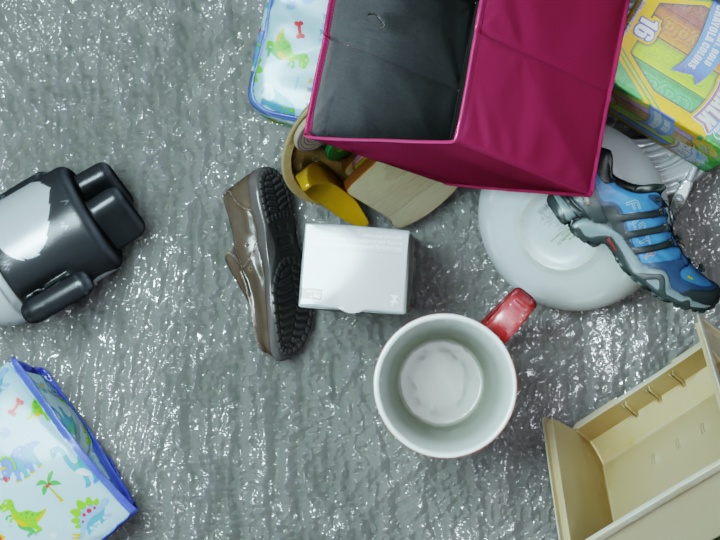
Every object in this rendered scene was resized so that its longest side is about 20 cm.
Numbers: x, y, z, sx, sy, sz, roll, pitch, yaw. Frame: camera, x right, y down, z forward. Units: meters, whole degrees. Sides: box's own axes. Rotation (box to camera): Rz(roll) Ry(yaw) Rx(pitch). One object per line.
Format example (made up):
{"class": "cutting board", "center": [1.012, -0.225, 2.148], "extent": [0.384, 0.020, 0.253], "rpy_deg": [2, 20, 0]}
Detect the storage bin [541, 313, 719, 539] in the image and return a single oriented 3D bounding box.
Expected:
{"class": "storage bin", "center": [0.286, 0.172, 1.422], "extent": [0.094, 0.199, 0.200], "rpy_deg": [37, 120, -28]}

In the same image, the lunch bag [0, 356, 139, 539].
{"class": "lunch bag", "center": [-0.346, 0.219, 1.511], "extent": [0.170, 0.127, 0.200], "rpy_deg": [-40, 76, -1]}

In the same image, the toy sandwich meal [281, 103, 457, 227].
{"class": "toy sandwich meal", "center": [0.016, -0.116, 1.490], "extent": [0.204, 0.205, 0.071], "rpy_deg": [-29, 55, 0]}

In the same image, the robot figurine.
{"class": "robot figurine", "center": [-0.326, -0.028, 1.524], "extent": [0.199, 0.150, 0.125], "rpy_deg": [-30, 102, 0]}

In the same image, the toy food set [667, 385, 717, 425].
{"class": "toy food set", "center": [0.382, 0.152, 1.473], "extent": [0.048, 0.199, 0.199], "rpy_deg": [22, 89, -38]}

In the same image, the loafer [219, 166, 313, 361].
{"class": "loafer", "center": [-0.101, -0.005, 1.553], "extent": [0.071, 0.073, 0.202], "rpy_deg": [-9, 87, 36]}

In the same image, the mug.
{"class": "mug", "center": [0.101, 0.106, 1.465], "extent": [0.176, 0.200, 0.134], "rpy_deg": [-19, 86, 0]}

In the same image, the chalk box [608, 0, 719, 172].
{"class": "chalk box", "center": [0.335, -0.180, 1.443], "extent": [0.199, 0.124, 0.125], "rpy_deg": [31, 87, 4]}

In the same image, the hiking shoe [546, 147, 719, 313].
{"class": "hiking shoe", "center": [0.276, -0.036, 1.415], "extent": [0.199, 0.074, 0.087], "rpy_deg": [35, 104, -12]}

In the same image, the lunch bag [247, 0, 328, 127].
{"class": "lunch bag", "center": [-0.025, -0.243, 1.551], "extent": [0.159, 0.082, 0.202], "rpy_deg": [15, 88, 0]}

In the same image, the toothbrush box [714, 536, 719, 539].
{"class": "toothbrush box", "center": [0.391, 0.304, 1.470], "extent": [0.198, 0.146, 0.087], "rpy_deg": [-6, 87, 1]}

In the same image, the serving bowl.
{"class": "serving bowl", "center": [0.208, -0.049, 1.496], "extent": [0.198, 0.066, 0.202], "rpy_deg": [6, 107, 20]}

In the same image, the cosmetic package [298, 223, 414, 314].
{"class": "cosmetic package", "center": [0.000, 0.000, 1.474], "extent": [0.106, 0.200, 0.091], "rpy_deg": [4, 87, 2]}

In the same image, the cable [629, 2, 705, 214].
{"class": "cable", "center": [0.288, -0.172, 1.541], "extent": [0.199, 0.069, 0.201], "rpy_deg": [37, 88, 4]}

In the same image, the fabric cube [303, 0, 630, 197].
{"class": "fabric cube", "center": [0.098, -0.189, 1.349], "extent": [0.195, 0.198, 0.202], "rpy_deg": [7, 84, 47]}

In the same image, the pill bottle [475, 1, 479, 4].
{"class": "pill bottle", "center": [0.092, -0.362, 1.537], "extent": [0.111, 0.111, 0.200], "rpy_deg": [-41, 86, -1]}
